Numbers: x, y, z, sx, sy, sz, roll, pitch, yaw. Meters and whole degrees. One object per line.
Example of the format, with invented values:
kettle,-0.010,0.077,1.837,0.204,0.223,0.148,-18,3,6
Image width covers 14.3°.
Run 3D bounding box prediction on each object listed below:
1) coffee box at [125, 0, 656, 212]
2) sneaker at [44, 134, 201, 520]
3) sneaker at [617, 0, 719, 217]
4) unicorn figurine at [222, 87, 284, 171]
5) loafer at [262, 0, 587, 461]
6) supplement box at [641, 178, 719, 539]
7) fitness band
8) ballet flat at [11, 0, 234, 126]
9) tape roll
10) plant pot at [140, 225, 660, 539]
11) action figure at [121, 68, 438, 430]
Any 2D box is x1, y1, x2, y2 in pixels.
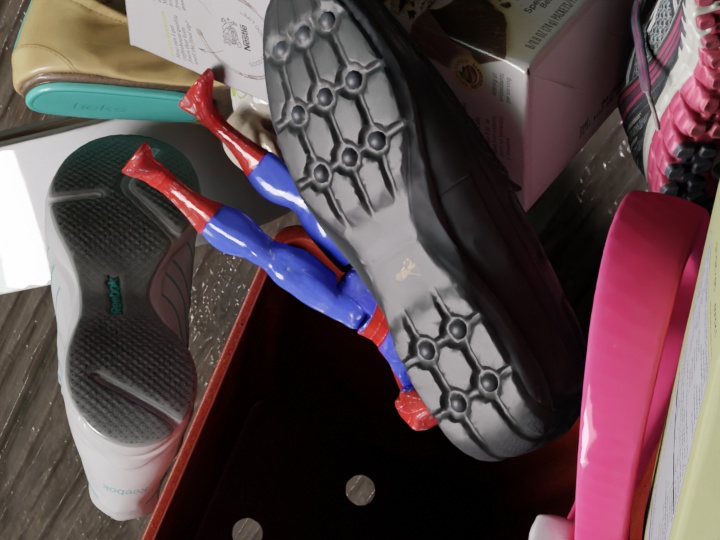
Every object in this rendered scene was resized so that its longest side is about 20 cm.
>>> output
coffee box,0.011,-0.119,1.171,0.199,0.113,0.080,23,141,24
sneaker,-0.109,0.022,1.275,0.081,0.070,0.201,101,171,-46
sneaker,0.137,-0.107,1.083,0.201,0.080,0.075,107,147,-42
unicorn figurine,-0.022,-0.112,1.275,0.201,0.136,0.074,-87,16,-48
loafer,0.026,-0.024,1.096,0.068,0.070,0.202,-29,86,34
supplement box,0.198,0.064,0.922,0.135,0.198,0.201,-75,-5,-54
fitness band,0.099,0.046,1.069,0.200,0.037,0.145,48,-125,-78
ballet flat,-0.062,-0.094,1.328,0.069,0.199,0.064,144,132,-60
tape roll,-0.134,-0.042,1.436,0.202,0.201,0.071,-4,101,58
plant pot,0.000,0.125,1.270,0.201,0.199,0.176,-67,7,-15
action figure,0.000,0.000,1.156,0.200,0.065,0.099,41,165,-4
